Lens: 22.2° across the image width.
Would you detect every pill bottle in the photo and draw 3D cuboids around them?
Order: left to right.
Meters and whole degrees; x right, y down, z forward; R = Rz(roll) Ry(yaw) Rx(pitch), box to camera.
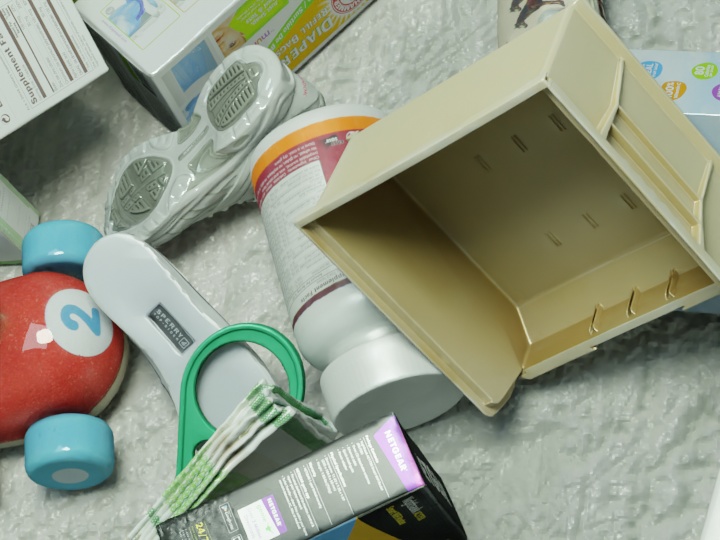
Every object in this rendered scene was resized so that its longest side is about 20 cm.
[{"bbox_3d":[0.000,0.000,1.214,0.109,0.110,0.201,-20,64,5],"label":"pill bottle"}]

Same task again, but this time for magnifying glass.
[{"bbox_3d":[-0.103,0.127,1.196,0.079,0.022,0.201,29,92,3],"label":"magnifying glass"}]

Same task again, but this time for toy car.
[{"bbox_3d":[-0.266,0.038,1.220,0.176,0.200,0.186,-14,61,12],"label":"toy car"}]

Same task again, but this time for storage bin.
[{"bbox_3d":[0.106,-0.028,1.095,0.199,0.199,0.094,-28,26,38],"label":"storage bin"}]

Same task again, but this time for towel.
[{"bbox_3d":[-0.095,0.161,1.129,0.031,0.149,0.200,40,88,19],"label":"towel"}]

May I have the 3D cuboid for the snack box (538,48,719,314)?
[{"bbox_3d":[0.219,-0.052,1.142,0.198,0.169,0.068,5,45,20],"label":"snack box"}]

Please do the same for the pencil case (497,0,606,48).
[{"bbox_3d":[0.139,-0.146,1.268,0.089,0.078,0.201,-18,57,31],"label":"pencil case"}]

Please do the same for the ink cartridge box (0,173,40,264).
[{"bbox_3d":[-0.332,-0.058,1.291,0.144,0.200,0.048,-3,65,15],"label":"ink cartridge box"}]

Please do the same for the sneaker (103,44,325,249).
[{"bbox_3d":[-0.099,-0.066,1.300,0.200,0.099,0.078,-39,51,25],"label":"sneaker"}]

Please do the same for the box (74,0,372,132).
[{"bbox_3d":[-0.091,-0.203,1.346,0.200,0.113,0.101,-44,59,-9],"label":"box"}]

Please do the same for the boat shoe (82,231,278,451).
[{"bbox_3d":[-0.110,0.059,1.241,0.071,0.070,0.200,-42,84,5],"label":"boat shoe"}]

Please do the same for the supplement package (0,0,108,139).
[{"bbox_3d":[-0.301,-0.173,1.306,0.111,0.157,0.199,-38,20,-32],"label":"supplement package"}]

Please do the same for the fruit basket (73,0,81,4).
[{"bbox_3d":[-0.190,-0.283,1.365,0.215,0.216,0.156,-36,59,-4],"label":"fruit basket"}]

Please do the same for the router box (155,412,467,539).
[{"bbox_3d":[-0.022,0.155,1.088,0.148,0.200,0.051,-26,71,2],"label":"router box"}]

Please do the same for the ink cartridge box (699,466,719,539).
[{"bbox_3d":[0.260,0.204,1.051,0.146,0.083,0.201,12,67,20],"label":"ink cartridge box"}]
